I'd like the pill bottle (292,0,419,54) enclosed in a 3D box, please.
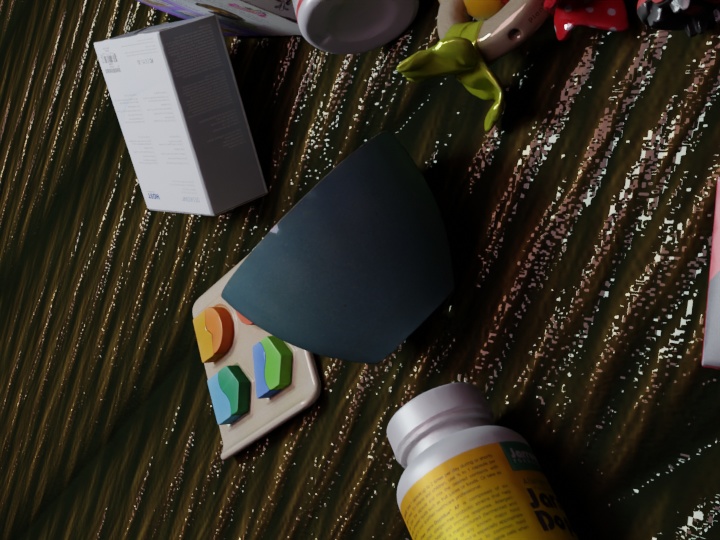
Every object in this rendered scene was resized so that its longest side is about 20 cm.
[{"bbox_3d":[-0.022,-0.316,1.050,0.114,0.114,0.200,-38,56,43],"label":"pill bottle"}]

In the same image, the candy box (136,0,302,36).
[{"bbox_3d":[-0.147,-0.303,1.162,0.200,0.168,0.072,15,91,51],"label":"candy box"}]

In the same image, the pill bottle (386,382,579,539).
[{"bbox_3d":[0.094,0.189,0.833,0.113,0.113,0.200,-53,47,34],"label":"pill bottle"}]

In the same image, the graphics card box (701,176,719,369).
[{"bbox_3d":[0.298,0.007,0.647,0.200,0.051,0.126,5,89,51],"label":"graphics card box"}]

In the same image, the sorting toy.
[{"bbox_3d":[-0.121,0.080,1.185,0.185,0.036,0.200,-37,57,43],"label":"sorting toy"}]

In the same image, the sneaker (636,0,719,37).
[{"bbox_3d":[0.260,-0.227,0.710,0.200,0.071,0.098,-16,73,50],"label":"sneaker"}]

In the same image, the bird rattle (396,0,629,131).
[{"bbox_3d":[0.115,-0.218,0.880,0.200,0.113,0.163,-47,35,34],"label":"bird rattle"}]

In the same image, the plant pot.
[{"bbox_3d":[0.000,0.000,0.943,0.135,0.200,0.200,46,128,3],"label":"plant pot"}]

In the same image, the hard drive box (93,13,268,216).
[{"bbox_3d":[-0.198,-0.167,1.221,0.156,0.077,0.200,9,119,52],"label":"hard drive box"}]
